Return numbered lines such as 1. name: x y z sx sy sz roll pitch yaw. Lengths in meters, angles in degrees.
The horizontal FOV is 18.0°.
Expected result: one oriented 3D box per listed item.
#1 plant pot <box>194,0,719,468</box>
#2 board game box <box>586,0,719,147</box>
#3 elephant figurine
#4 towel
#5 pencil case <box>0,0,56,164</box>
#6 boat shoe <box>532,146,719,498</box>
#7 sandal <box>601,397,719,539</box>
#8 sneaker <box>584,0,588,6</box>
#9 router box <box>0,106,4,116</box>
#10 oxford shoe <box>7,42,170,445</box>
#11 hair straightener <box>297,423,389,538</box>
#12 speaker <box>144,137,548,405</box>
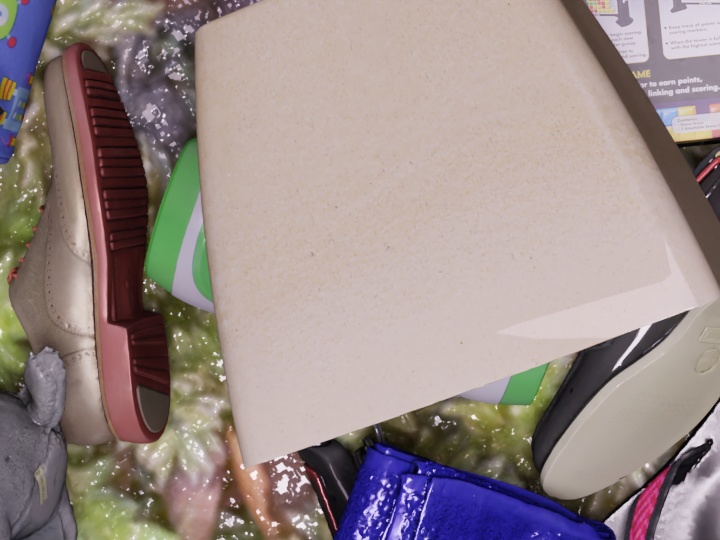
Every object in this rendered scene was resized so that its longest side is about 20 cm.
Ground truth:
1. plant pot: 0.035 -0.042 0.965 0.199 0.200 0.178 -20 89 13
2. board game box: 0.110 -0.139 1.119 0.199 0.057 0.166 -5 90 2
3. elephant figurine: -0.248 0.108 1.111 0.199 0.142 0.156 17 63 17
4. towel: 0.034 0.194 1.071 0.147 0.050 0.201 21 91 -27
5. pencil case: -0.186 -0.154 1.115 0.087 0.078 0.201 14 92 -28
6. boat shoe: 0.148 0.026 1.100 0.202 0.074 0.063 -54 50 21
7. sandal: 0.167 0.126 1.131 0.075 0.045 0.200 35 93 0
8. sneaker: 0.075 -0.201 1.062 0.099 0.078 0.201 -1 100 -4
9. router box: -0.277 -0.059 1.085 0.149 0.051 0.200 45 128 -1
10. oxford shoe: -0.146 -0.011 1.126 0.074 0.070 0.201 -8 86 17
11. hair straightener: 0.021 0.135 1.129 0.077 0.041 0.201 -22 84 45
12. speaker: 0.000 0.000 1.113 0.199 0.088 0.089 19 92 1
